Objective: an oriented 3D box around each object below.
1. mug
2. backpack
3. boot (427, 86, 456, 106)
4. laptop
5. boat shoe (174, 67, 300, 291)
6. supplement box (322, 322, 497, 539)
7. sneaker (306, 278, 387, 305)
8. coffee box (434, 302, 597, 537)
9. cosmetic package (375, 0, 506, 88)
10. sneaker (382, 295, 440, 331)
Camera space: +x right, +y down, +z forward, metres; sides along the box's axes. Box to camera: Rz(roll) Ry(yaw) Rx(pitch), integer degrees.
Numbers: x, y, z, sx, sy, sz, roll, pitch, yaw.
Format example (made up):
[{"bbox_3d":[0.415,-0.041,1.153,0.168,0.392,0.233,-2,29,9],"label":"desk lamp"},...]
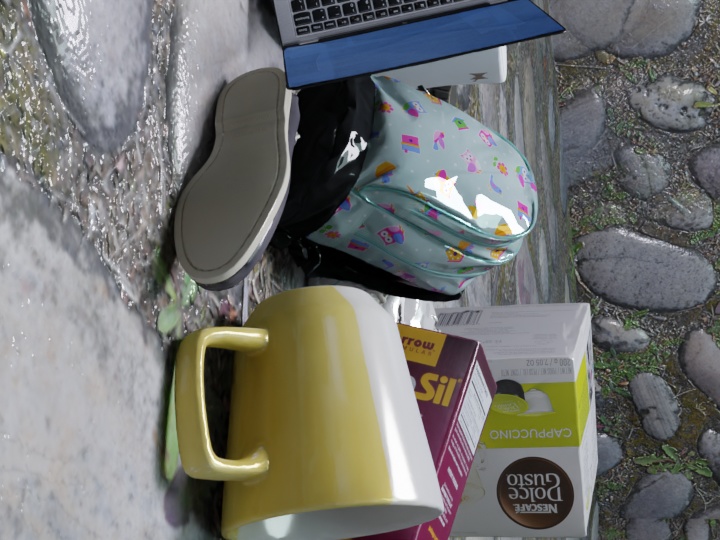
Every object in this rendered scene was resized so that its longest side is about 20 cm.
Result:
[{"bbox_3d":[-0.028,0.090,0.792,0.187,0.147,0.155,63,20,-69],"label":"mug"},{"bbox_3d":[0.039,-0.062,0.939,0.198,0.126,0.169,26,55,-23],"label":"backpack"},{"bbox_3d":[0.081,-0.225,1.376,0.139,0.076,0.203,-67,163,-66],"label":"boot"},{"bbox_3d":[0.025,-0.218,0.836,0.116,0.185,0.203,83,-4,-78],"label":"laptop"},{"bbox_3d":[-0.070,-0.052,0.781,0.202,0.072,0.063,-83,159,-45],"label":"boat shoe"},{"bbox_3d":[0.022,0.148,0.924,0.086,0.109,0.202,64,42,-56],"label":"supplement box"},{"bbox_3d":[0.000,0.000,1.012,0.070,0.079,0.203,50,41,-68],"label":"sneaker"},{"bbox_3d":[0.151,0.160,1.305,0.200,0.197,0.201,-45,131,-70],"label":"coffee box"},{"bbox_3d":[0.037,-0.273,0.996,0.166,0.165,0.203,52,37,-77],"label":"cosmetic package"},{"bbox_3d":[0.043,0.039,1.112,0.115,0.075,0.203,35,60,-44],"label":"sneaker"}]
